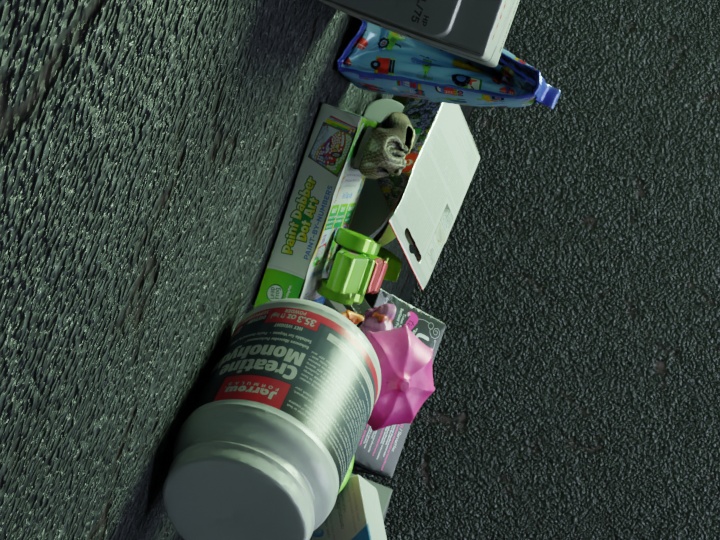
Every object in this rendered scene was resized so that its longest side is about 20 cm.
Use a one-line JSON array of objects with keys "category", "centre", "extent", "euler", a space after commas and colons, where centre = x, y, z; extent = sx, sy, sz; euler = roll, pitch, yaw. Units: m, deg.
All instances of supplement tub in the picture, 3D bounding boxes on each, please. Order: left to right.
[{"category": "supplement tub", "centre": [-0.072, 0.133, 1.314], "extent": [0.201, 0.139, 0.141], "euler": [-65, 172, -49]}]

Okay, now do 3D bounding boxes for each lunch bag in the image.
[{"category": "lunch bag", "centre": [0.090, -0.189, 1.482], "extent": [0.151, 0.198, 0.095], "euler": [-16, 127, -84]}]

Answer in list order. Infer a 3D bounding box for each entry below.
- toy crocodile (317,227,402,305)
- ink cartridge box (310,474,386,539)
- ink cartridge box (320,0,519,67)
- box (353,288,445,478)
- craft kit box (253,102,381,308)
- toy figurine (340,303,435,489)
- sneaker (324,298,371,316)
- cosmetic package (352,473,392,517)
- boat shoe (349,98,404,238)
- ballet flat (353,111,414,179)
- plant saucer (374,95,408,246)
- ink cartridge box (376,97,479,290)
[{"category": "toy crocodile", "centre": [0.000, 0.000, 1.548], "extent": [0.200, 0.061, 0.068], "euler": [-4, 113, -84]}, {"category": "ink cartridge box", "centre": [-0.074, 0.292, 1.596], "extent": [0.068, 0.198, 0.116], "euler": [46, 29, -63]}, {"category": "ink cartridge box", "centre": [0.059, -0.253, 1.230], "extent": [0.200, 0.145, 0.148], "euler": [-34, 144, -81]}, {"category": "box", "centre": [-0.003, 0.134, 1.912], "extent": [0.132, 0.114, 0.202], "euler": [0, -114, 57]}, {"category": "craft kit box", "centre": [-0.037, -0.057, 1.521], "extent": [0.200, 0.048, 0.200], "euler": [-24, 135, -83]}, {"category": "toy figurine", "centre": [-0.006, 0.097, 1.505], "extent": [0.183, 0.149, 0.202], "euler": [-32, -136, 39]}, {"category": "sneaker", "centre": [-0.041, 0.072, 1.751], "extent": [0.201, 0.120, 0.084], "euler": [54, 14, -37]}, {"category": "cosmetic package", "centre": [-0.024, 0.616, 3.658], "extent": [0.201, 0.122, 0.200], "euler": [106, 7, -47]}, {"category": "boat shoe", "centre": [0.011, -0.094, 1.718], "extent": [0.064, 0.070, 0.201], "euler": [102, 7, -54]}, {"category": "ballet flat", "centre": [0.031, -0.116, 1.531], "extent": [0.200, 0.046, 0.068], "euler": [-40, 150, -80]}, {"category": "plant saucer", "centre": [0.043, -0.116, 1.817], "extent": [0.200, 0.031, 0.202], "euler": [-165, -90, -76]}, {"category": "ink cartridge box", "centre": [0.061, -0.088, 1.664], "extent": [0.109, 0.050, 0.201], "euler": [62, 40, -40]}]
